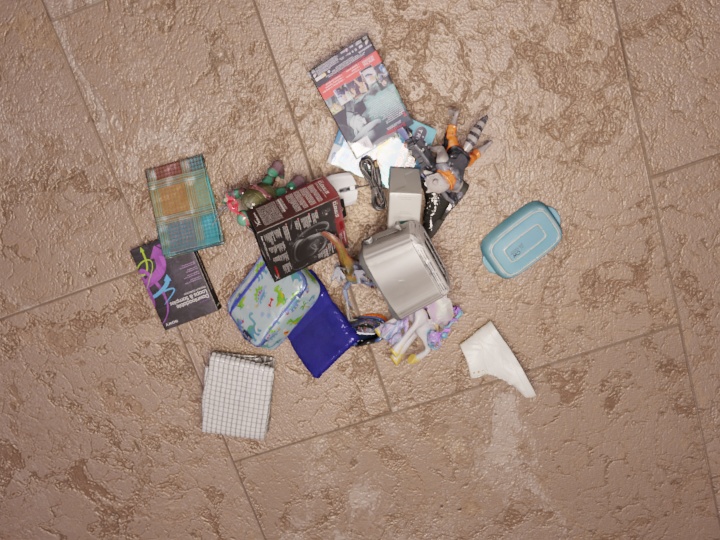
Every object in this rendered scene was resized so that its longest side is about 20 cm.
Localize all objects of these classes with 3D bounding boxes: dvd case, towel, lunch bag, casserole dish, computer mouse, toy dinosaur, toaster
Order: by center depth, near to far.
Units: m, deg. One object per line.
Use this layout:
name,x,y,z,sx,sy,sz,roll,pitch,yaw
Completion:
toaster,0.092,0.002,1.069,0.127,0.114,0.202,-25,111,18
dvd case,0.002,-0.354,1.119,0.144,0.022,0.202,-30,98,6
computer mouse,-0.042,-0.167,1.159,0.197,0.044,0.112,-8,101,30
toy dinosaur,0.000,0.000,1.171,0.103,0.181,0.204,-12,96,10
towel,-0.390,-0.140,1.203,0.144,0.022,0.204,-14,89,4
lunch bag,-0.197,0.060,1.206,0.201,0.082,0.161,-50,58,10
casserole dish,0.362,-0.064,1.216,0.199,0.039,0.122,-38,99,10
towel,-0.103,0.120,1.227,0.147,0.049,0.201,-43,70,15
towel,-0.287,0.289,1.292,0.162,0.086,0.204,9,105,1

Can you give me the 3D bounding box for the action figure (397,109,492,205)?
action figure,0.174,-0.242,1.096,0.199,0.104,0.196,41,64,-25

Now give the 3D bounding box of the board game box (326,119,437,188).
board game box,0.045,-0.267,1.171,0.196,0.047,0.154,21,103,-3

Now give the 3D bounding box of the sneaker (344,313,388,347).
sneaker,-0.031,0.141,1.252,0.195,0.079,0.077,-10,102,4

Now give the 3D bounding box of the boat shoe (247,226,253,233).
boat shoe,-0.164,-0.087,1.211,0.197,0.060,0.075,23,103,-4

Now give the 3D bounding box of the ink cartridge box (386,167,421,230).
ink cartridge box,0.088,-0.097,1.145,0.066,0.117,0.203,2,125,2

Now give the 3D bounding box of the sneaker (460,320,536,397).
sneaker,0.314,0.230,1.272,0.115,0.074,0.202,-35,90,11

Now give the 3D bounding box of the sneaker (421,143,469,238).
sneaker,0.159,-0.165,1.188,0.104,0.060,0.201,37,96,-9

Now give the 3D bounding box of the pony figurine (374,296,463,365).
pony figurine,0.132,0.103,1.207,0.199,0.166,0.195,-37,127,-10

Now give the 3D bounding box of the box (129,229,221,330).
box,-0.423,0.022,1.256,0.140,0.036,0.204,-20,102,6

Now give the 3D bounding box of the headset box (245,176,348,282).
headset box,-0.115,-0.087,1.114,0.197,0.078,0.150,-27,142,-13

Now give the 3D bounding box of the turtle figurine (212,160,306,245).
turtle figurine,-0.206,-0.138,1.139,0.149,0.101,0.201,42,62,-3
